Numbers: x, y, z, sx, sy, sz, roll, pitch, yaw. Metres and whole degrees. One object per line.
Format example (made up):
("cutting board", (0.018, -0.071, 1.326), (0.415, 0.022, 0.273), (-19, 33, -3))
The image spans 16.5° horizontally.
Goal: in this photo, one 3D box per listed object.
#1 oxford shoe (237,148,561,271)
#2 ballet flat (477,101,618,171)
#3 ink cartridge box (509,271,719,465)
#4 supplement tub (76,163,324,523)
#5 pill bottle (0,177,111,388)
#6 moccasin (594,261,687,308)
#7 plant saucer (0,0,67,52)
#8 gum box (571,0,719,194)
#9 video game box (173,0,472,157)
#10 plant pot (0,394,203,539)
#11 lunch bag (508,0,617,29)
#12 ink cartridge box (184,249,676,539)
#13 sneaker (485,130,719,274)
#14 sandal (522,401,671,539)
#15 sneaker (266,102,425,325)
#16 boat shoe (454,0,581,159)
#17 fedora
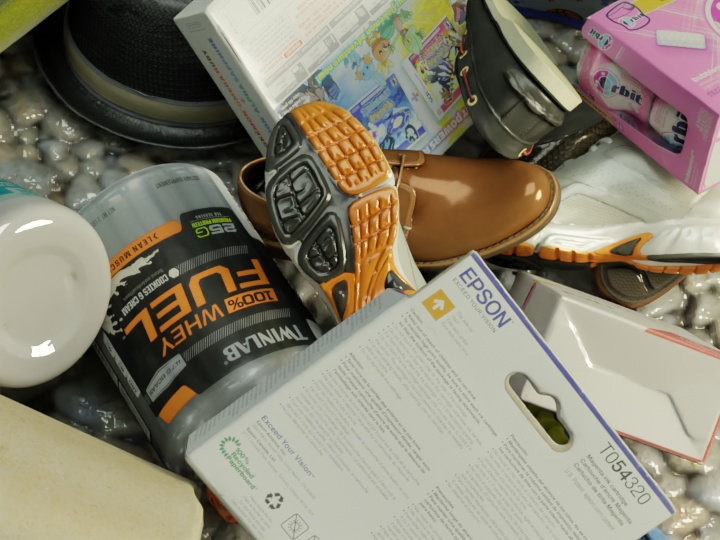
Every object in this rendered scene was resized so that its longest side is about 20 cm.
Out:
("oxford shoe", (0.020, -0.044, 1.499), (0.200, 0.071, 0.071), (-4, 59, 14))
("ballet flat", (0.103, -0.059, 1.629), (0.200, 0.046, 0.067), (-36, 28, -32))
("ink cartridge box", (0.145, 0.054, 1.493), (0.116, 0.200, 0.068), (20, 94, -6))
("supplement tub", (-0.090, 0.044, 1.479), (0.122, 0.123, 0.200), (-24, 62, -22))
("pill bottle", (-0.245, -0.010, 1.470), (0.111, 0.111, 0.200), (-36, 37, -28))
("moccasin", (0.208, -0.064, 1.628), (0.074, 0.078, 0.202), (26, 74, -9))
("plant saucer", (-0.229, -0.220, 1.624), (0.200, 0.048, 0.200), (-37, 42, 5))
("gum box", (0.237, -0.133, 1.543), (0.200, 0.066, 0.113), (-26, 53, -32))
("video game box", (-0.001, -0.148, 1.609), (0.200, 0.047, 0.182), (-45, 111, -31))
("plant pot", (-0.191, 0.156, 1.362), (0.183, 0.201, 0.201), (18, 54, -9))
("lunch bag", (0.203, -0.245, 1.693), (0.200, 0.170, 0.124), (14, 60, 3))
("ink cartridge box", (0.039, 0.113, 1.380), (0.200, 0.043, 0.196), (-36, 105, 8))
("sneaker", (0.145, -0.049, 1.552), (0.200, 0.076, 0.092), (2, 79, -1))
("sandal", (0.141, 0.157, 1.476), (0.087, 0.080, 0.200), (9, 40, -44))
("sneaker", (0.000, 0.000, 1.451), (0.076, 0.092, 0.200), (-22, 86, -2))
("boat shoe", (0.087, -0.128, 1.553), (0.074, 0.063, 0.201), (43, 13, -19))
("fedora", (-0.117, -0.173, 1.635), (0.200, 0.092, 0.201), (2, 55, -3))
